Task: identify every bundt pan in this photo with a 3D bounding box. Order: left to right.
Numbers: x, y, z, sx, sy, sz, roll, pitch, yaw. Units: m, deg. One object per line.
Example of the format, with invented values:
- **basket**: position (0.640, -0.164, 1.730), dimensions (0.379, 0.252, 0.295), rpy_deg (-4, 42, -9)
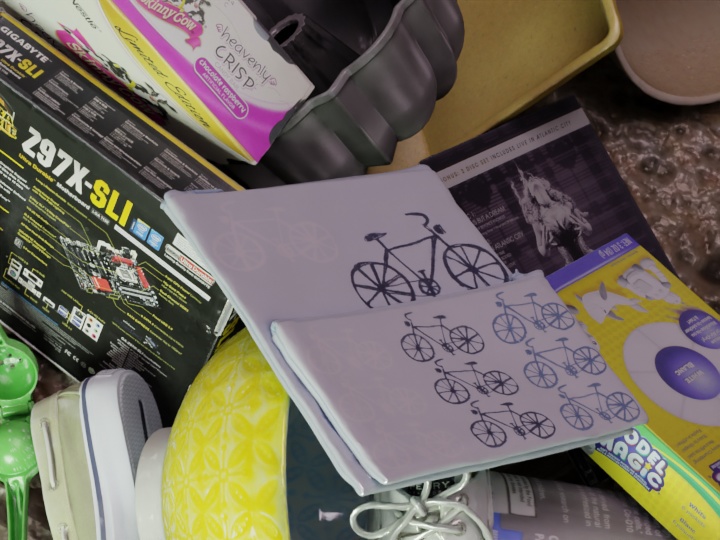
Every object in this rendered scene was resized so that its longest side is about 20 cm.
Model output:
- **bundt pan**: position (-0.022, -0.108, 1.376), dimensions (0.076, 0.201, 0.202), rpy_deg (49, 55, -27)

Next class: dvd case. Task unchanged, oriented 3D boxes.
- **dvd case**: position (0.123, 0.008, 1.369), dimensions (0.148, 0.016, 0.201), rpy_deg (-25, 84, -45)

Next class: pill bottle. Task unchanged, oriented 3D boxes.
- **pill bottle**: position (0.134, 0.173, 1.283), dimensions (0.199, 0.114, 0.114), rpy_deg (9, 60, -7)

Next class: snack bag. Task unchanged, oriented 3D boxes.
- **snack bag**: position (0.023, 0.019, 1.198), dimensions (0.188, 0.021, 0.200), rpy_deg (-8, 51, -40)

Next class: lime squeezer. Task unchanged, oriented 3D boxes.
- **lime squeezer**: position (-0.186, 0.078, 1.295), dimensions (0.038, 0.071, 0.201), rpy_deg (-8, 90, -8)

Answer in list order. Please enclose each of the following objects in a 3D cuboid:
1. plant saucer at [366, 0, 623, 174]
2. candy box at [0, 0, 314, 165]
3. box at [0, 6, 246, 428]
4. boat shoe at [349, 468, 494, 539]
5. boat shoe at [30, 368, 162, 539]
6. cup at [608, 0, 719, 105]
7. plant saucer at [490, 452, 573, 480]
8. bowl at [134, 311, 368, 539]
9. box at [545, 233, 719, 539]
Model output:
- **plant saucer**: position (0.069, -0.164, 1.437), dimensions (0.048, 0.200, 0.201), rpy_deg (16, 52, -44)
- **candy box**: position (-0.135, -0.123, 1.314), dimensions (0.136, 0.200, 0.061), rpy_deg (48, 65, -28)
- **box**: position (-0.146, -0.019, 1.299), dimensions (0.200, 0.160, 0.049), rpy_deg (36, 44, 10)
- **boat shoe**: position (0.035, 0.114, 1.185), dimensions (0.074, 0.086, 0.203), rpy_deg (-1, 60, 8)
- **boat shoe**: position (-0.127, 0.153, 1.271), dimensions (0.062, 0.072, 0.201), rpy_deg (-17, 70, 22)
- **cup**: position (0.193, -0.224, 1.491), dimensions (0.200, 0.201, 0.143), rpy_deg (-22, 43, -23)
- **plant saucer**: position (0.052, 0.044, 1.383), dimensions (0.199, 0.037, 0.201), rpy_deg (5, 60, -9)
- **bowl**: position (-0.050, 0.116, 1.236), dimensions (0.107, 0.200, 0.201), rpy_deg (-5, 58, 19)
- **box**: position (0.171, 0.075, 1.279), dimensions (0.200, 0.048, 0.117), rpy_deg (44, 42, 18)
